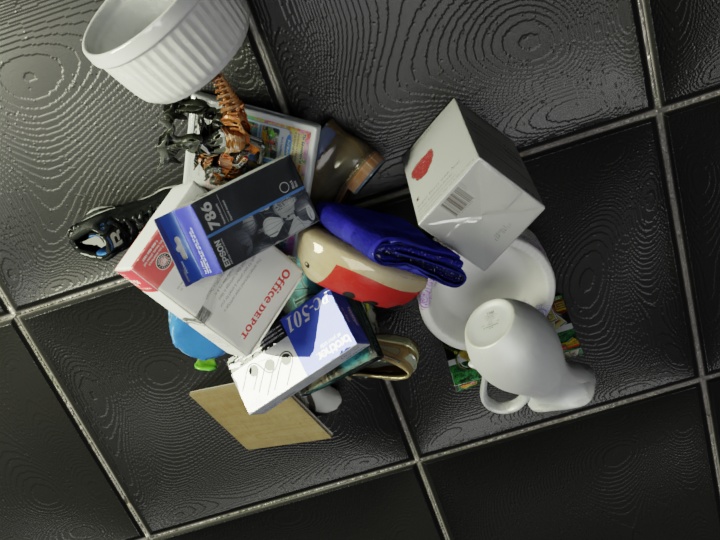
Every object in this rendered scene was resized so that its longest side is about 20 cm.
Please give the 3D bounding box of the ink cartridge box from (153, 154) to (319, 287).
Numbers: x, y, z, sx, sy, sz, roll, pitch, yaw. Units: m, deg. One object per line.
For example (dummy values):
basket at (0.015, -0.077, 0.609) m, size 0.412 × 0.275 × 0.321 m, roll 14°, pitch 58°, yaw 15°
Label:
ink cartridge box at (-0.156, -0.065, 1.275) m, size 0.200 × 0.039 × 0.100 m, roll -31°, pitch 105°, yaw -26°

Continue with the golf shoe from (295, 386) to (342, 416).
golf shoe at (-0.097, 0.155, 1.537) m, size 0.200 × 0.078 × 0.095 m, roll 32°, pitch 113°, yaw -22°

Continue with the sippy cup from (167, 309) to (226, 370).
sippy cup at (-0.223, 0.057, 1.438) m, size 0.139 × 0.131 × 0.178 m, roll -28°, pitch 119°, yaw 12°

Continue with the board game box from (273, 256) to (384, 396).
board game box at (-0.063, 0.063, 1.428) m, size 0.135 × 0.201 × 0.028 m, roll -29°, pitch 161°, yaw 18°

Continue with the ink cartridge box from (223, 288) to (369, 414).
ink cartridge box at (-0.092, 0.114, 1.393) m, size 0.200 × 0.094 × 0.044 m, roll -34°, pitch 161°, yaw 19°

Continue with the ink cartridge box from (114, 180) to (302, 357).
ink cartridge box at (-0.199, 0.001, 1.318) m, size 0.200 × 0.083 × 0.147 m, roll 41°, pitch 70°, yaw -23°

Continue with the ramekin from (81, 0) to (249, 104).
ramekin at (-0.228, -0.295, 1.195) m, size 0.200 × 0.201 × 0.105 m, roll -33°, pitch 127°, yaw 14°

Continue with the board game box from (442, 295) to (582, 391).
board game box at (0.230, 0.111, 1.520) m, size 0.199 × 0.105 × 0.023 m, roll -18°, pitch 143°, yaw 6°

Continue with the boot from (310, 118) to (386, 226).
boot at (-0.059, -0.120, 1.396) m, size 0.097 × 0.075 × 0.200 m, roll 44°, pitch 117°, yaw -1°

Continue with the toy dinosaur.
toy dinosaur at (-0.187, -0.180, 1.264) m, size 0.135 × 0.102 × 0.201 m, roll 6°, pitch 126°, yaw -7°

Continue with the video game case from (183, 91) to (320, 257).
video game case at (-0.156, -0.130, 1.363) m, size 0.181 × 0.024 × 0.201 m, roll 16°, pitch 120°, yaw 8°

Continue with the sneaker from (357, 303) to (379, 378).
sneaker at (-0.022, 0.077, 1.509) m, size 0.084 × 0.075 × 0.201 m, roll -1°, pitch 119°, yaw 14°

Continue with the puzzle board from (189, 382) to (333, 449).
puzzle board at (-0.157, 0.224, 1.558) m, size 0.200 × 0.017 × 0.151 m, roll -16°, pitch 125°, yaw 40°

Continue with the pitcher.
pitcher at (0.217, 0.136, 1.416) m, size 0.171 × 0.122 × 0.200 m, roll -27°, pitch 130°, yaw 27°

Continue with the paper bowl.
paper bowl at (0.179, 0.012, 1.457) m, size 0.200 × 0.104 × 0.201 m, roll -2°, pitch 120°, yaw -3°

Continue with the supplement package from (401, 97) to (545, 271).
supplement package at (0.144, -0.119, 1.320) m, size 0.120 × 0.200 × 0.121 m, roll 33°, pitch 113°, yaw -22°

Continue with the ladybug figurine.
ladybug figurine at (0.000, 0.000, 1.354) m, size 0.199 × 0.136 × 0.072 m, roll 20°, pitch 99°, yaw -18°

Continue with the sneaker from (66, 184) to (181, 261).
sneaker at (-0.305, -0.056, 1.357) m, size 0.199 × 0.112 × 0.073 m, roll -13°, pitch 111°, yaw 13°

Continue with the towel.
towel at (0.038, -0.043, 1.294) m, size 0.147 × 0.200 × 0.050 m, roll 18°, pitch 99°, yaw -31°

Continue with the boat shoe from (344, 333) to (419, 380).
boat shoe at (-0.016, 0.126, 1.447) m, size 0.199 × 0.076 × 0.072 m, roll 1°, pitch 121°, yaw 15°
